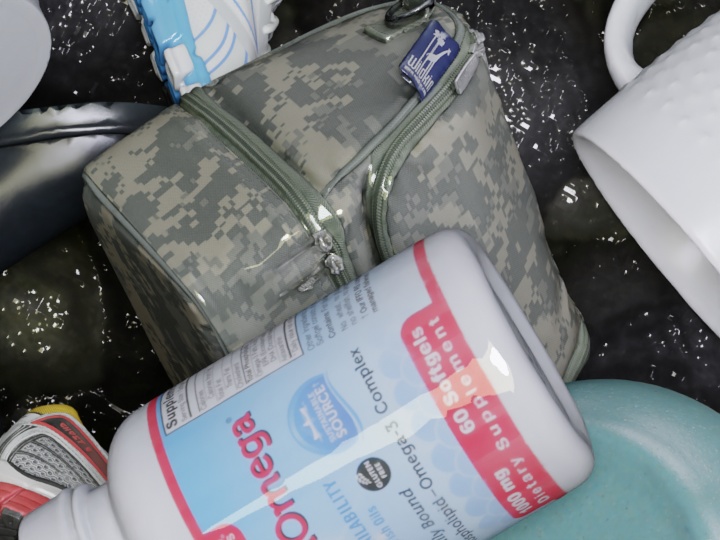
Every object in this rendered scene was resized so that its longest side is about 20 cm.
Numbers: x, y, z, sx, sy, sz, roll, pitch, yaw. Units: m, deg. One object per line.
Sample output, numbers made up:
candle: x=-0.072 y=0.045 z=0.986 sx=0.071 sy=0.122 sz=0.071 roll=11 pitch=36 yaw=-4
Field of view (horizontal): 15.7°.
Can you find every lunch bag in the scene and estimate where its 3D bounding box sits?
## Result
lunch bag: x=0.000 y=0.000 z=1.091 sx=0.167 sy=0.139 sz=0.201 roll=-35 pitch=127 yaw=-14

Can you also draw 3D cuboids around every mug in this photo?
mug: x=0.189 y=-0.075 z=1.126 sx=0.175 sy=0.148 sz=0.200 roll=-40 pitch=58 yaw=-2

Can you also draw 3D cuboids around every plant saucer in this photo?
plant saucer: x=0.074 y=0.133 z=0.989 sx=0.199 sy=0.036 sz=0.201 roll=-12 pitch=65 yaw=27

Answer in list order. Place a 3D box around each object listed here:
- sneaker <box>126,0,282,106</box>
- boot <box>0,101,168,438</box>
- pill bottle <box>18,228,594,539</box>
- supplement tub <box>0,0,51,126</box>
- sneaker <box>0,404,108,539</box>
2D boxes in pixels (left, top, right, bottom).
sneaker: x=-0.058 y=-0.118 z=1.155 sx=0.086 sy=0.075 sz=0.201 roll=-23 pitch=91 yaw=-9
boot: x=-0.167 y=0.019 z=1.148 sx=0.199 sy=0.076 sz=0.169 roll=-9 pitch=88 yaw=3
pill bottle: x=-0.022 y=0.077 z=0.965 sx=0.199 sy=0.109 sz=0.109 roll=-31 pitch=89 yaw=7
supplement tub: x=-0.224 y=-0.150 z=1.089 sx=0.144 sy=0.145 sz=0.201 roll=-30 pitch=66 yaw=0
sneaker: x=-0.080 y=0.129 z=1.128 sx=0.078 sy=0.082 sz=0.200 roll=-24 pitch=127 yaw=38
